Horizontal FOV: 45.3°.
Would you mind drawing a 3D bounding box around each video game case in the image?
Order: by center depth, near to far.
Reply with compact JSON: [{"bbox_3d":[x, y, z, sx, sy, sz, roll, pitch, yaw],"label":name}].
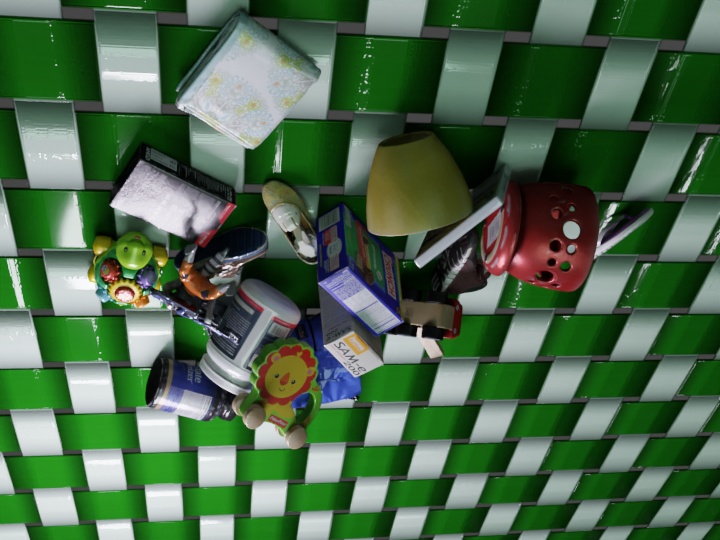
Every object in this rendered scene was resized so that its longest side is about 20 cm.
[{"bbox_3d":[0.191,-0.102,1.595,0.199,0.183,0.022,-39,100,26],"label":"video game case"}]

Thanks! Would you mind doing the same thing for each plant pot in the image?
[{"bbox_3d":[0.094,-0.163,1.523,0.195,0.201,0.145,-12,108,3],"label":"plant pot"},{"bbox_3d":[0.332,-0.074,1.633,0.178,0.203,0.203,10,133,-7],"label":"plant pot"}]

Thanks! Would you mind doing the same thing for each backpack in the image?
[{"bbox_3d":[-0.114,0.187,1.834,0.195,0.163,0.171,-13,124,-9],"label":"backpack"}]

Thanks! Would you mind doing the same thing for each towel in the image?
[{"bbox_3d":[-0.188,-0.306,1.418,0.169,0.049,0.199,27,125,-35],"label":"towel"}]

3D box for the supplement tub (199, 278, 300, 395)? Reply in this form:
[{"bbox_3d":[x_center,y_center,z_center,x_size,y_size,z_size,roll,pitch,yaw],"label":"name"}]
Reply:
[{"bbox_3d":[-0.222,0.133,1.735,0.139,0.140,0.202,29,97,-33],"label":"supplement tub"}]

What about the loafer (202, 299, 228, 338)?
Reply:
[{"bbox_3d":[-0.285,0.129,1.826,0.072,0.063,0.201,-42,132,-12],"label":"loafer"}]

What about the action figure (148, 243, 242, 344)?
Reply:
[{"bbox_3d":[-0.286,0.044,1.628,0.198,0.106,0.193,33,145,-13],"label":"action figure"}]

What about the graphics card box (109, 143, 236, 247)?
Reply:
[{"bbox_3d":[-0.338,-0.132,1.562,0.197,0.052,0.126,24,127,-30],"label":"graphics card box"}]

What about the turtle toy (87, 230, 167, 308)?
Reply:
[{"bbox_3d":[-0.440,-0.004,1.636,0.143,0.102,0.202,10,133,-19],"label":"turtle toy"}]

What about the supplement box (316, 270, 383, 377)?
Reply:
[{"bbox_3d":[-0.022,0.091,1.729,0.072,0.203,0.126,-25,133,17],"label":"supplement box"}]

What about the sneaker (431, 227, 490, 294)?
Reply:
[{"bbox_3d":[0.227,-0.019,1.762,0.113,0.077,0.201,3,145,-19],"label":"sneaker"}]

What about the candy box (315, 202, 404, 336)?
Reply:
[{"bbox_3d":[0.000,0.000,1.664,0.076,0.172,0.200,-26,134,22],"label":"candy box"}]

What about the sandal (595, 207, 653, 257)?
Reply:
[{"bbox_3d":[0.502,-0.073,1.756,0.202,0.082,0.050,-39,86,29],"label":"sandal"}]

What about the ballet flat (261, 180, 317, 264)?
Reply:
[{"bbox_3d":[-0.123,-0.085,1.633,0.069,0.072,0.201,-21,134,12],"label":"ballet flat"}]

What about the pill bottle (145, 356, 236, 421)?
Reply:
[{"bbox_3d":[-0.368,0.270,1.915,0.197,0.113,0.112,19,129,-27],"label":"pill bottle"}]

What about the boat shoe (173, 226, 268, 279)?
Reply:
[{"bbox_3d":[-0.260,-0.027,1.673,0.196,0.073,0.073,-12,142,17],"label":"boat shoe"}]

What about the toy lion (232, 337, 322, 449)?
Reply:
[{"bbox_3d":[-0.147,0.234,1.714,0.199,0.068,0.193,36,89,-41],"label":"toy lion"}]

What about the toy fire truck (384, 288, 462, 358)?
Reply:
[{"bbox_3d":[0.146,0.117,1.829,0.173,0.132,0.198,3,172,36],"label":"toy fire truck"}]
